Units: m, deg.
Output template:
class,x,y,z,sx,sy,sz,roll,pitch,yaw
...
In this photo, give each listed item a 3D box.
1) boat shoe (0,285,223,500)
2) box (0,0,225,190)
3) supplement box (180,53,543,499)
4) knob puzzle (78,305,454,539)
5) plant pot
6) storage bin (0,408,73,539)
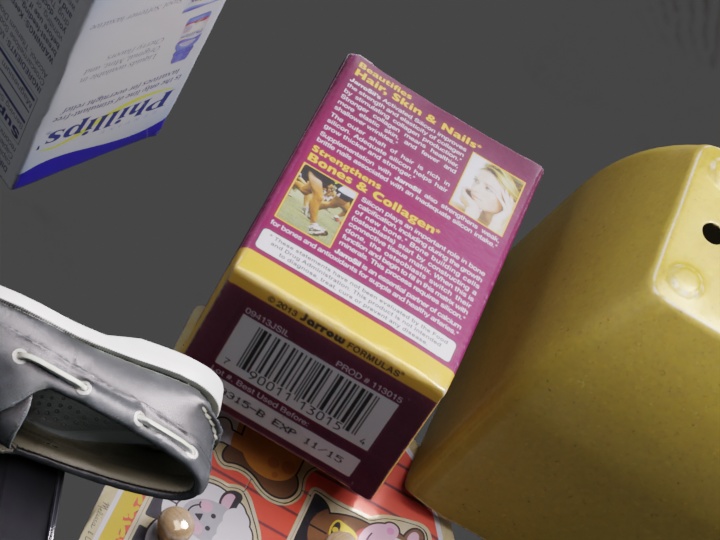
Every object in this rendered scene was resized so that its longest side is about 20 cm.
class,x,y,z,sx,sy,sz,roll,pitch,yaw
boat shoe,-0.158,0.055,1.170,0.198,0.076,0.061,14,51,-14
box,-0.169,-0.180,1.342,0.104,0.200,0.185,-24,72,-33
supplement box,0.000,0.000,1.346,0.130,0.103,0.200,31,43,-2
knob puzzle,-0.031,0.128,1.321,0.218,0.030,0.221,11,57,-17
plant pot,0.172,0.049,1.340,0.195,0.200,0.195,30,50,-4
storage bin,-0.223,0.140,1.196,0.134,0.094,0.201,15,57,-14
